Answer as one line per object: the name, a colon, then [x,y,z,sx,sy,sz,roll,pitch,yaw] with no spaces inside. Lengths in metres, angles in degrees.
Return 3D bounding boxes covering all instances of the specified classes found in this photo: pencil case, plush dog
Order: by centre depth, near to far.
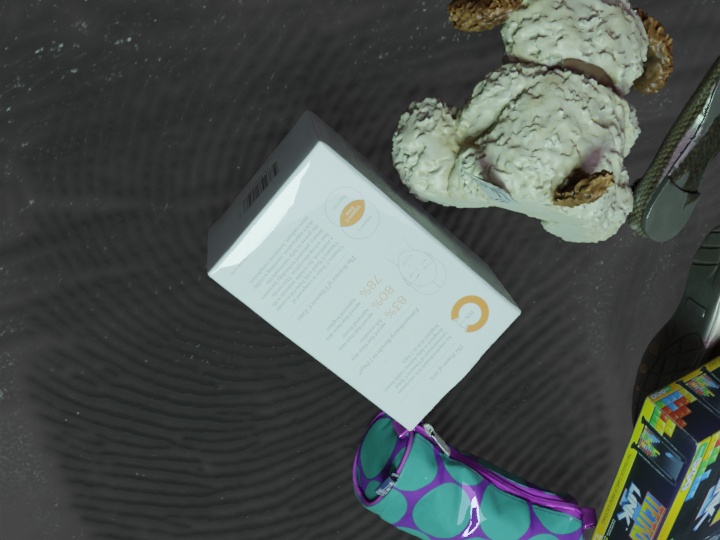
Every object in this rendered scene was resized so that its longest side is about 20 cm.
plush dog: [0.138,-0.124,0.732,0.197,0.160,0.175,13,83,-15]
pencil case: [0.093,0.192,0.868,0.198,0.086,0.093,28,120,-18]

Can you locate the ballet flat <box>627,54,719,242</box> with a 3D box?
ballet flat: [0.266,-0.115,0.798,0.067,0.046,0.202,22,104,-32]

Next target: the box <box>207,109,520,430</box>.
box: [0.000,0.000,0.771,0.199,0.098,0.125,39,101,-20]

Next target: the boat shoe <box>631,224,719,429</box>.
boat shoe: [0.291,0.062,0.854,0.071,0.076,0.202,17,110,-17]

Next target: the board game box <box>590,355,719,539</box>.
board game box: [0.273,0.158,0.832,0.164,0.057,0.202,-20,136,-29]
